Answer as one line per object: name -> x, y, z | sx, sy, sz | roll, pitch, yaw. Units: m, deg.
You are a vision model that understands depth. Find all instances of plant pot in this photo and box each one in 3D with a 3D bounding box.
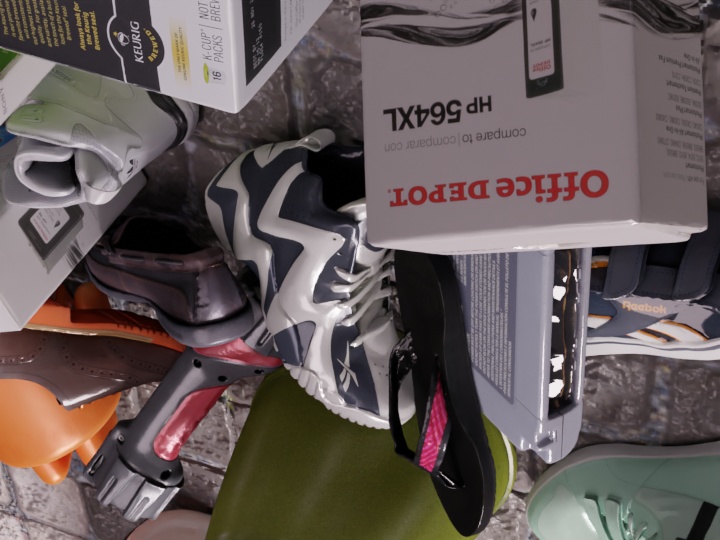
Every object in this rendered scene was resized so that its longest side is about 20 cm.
plant pot -> -0.020, 0.173, 1.030 | 0.199, 0.193, 0.201 | 17, 136, 18

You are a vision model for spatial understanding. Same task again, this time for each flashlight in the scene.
flashlight -> -0.109, 0.090, 1.043 | 0.200, 0.068, 0.068 | -54, 49, 20

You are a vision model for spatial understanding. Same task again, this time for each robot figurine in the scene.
robot figurine -> -0.255, 0.065, 1.136 | 0.143, 0.117, 0.201 | 3, 132, 44

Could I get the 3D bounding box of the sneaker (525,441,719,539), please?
sneaker -> 0.172, 0.174, 0.968 | 0.200, 0.118, 0.074 | -18, 119, 42

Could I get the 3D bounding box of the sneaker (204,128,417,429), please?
sneaker -> 0.000, 0.000, 0.931 | 0.129, 0.079, 0.200 | -28, 91, 47

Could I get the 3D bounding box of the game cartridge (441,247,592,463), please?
game cartridge -> 0.077, -0.001, 0.858 | 0.133, 0.041, 0.201 | 50, 152, 44

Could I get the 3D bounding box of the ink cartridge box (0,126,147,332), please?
ink cartridge box -> -0.244, -0.019, 0.987 | 0.115, 0.200, 0.067 | -6, 125, 35

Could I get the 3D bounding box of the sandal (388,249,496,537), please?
sandal -> 0.038, 0.076, 0.913 | 0.075, 0.045, 0.201 | 30, 138, 53

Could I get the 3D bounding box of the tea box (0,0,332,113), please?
tea box -> -0.124, -0.218, 0.782 | 0.195, 0.134, 0.201 | 17, 135, 16

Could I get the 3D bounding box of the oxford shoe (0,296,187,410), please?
oxford shoe -> -0.185, 0.064, 1.072 | 0.199, 0.073, 0.071 | 14, -178, -22

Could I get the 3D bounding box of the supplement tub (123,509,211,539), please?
supplement tub -> -0.159, 0.305, 1.288 | 0.122, 0.123, 0.201 | 26, 138, 8

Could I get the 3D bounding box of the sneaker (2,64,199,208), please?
sneaker -> -0.210, -0.112, 0.944 | 0.199, 0.115, 0.075 | 27, 137, 8

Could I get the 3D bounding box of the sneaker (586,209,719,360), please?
sneaker -> 0.168, 0.001, 0.842 | 0.199, 0.079, 0.080 | -9, 129, 39

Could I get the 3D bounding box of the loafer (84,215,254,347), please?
loafer -> -0.129, -0.011, 0.991 | 0.200, 0.072, 0.063 | 29, 134, 54

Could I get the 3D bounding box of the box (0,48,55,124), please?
box -> -0.263, -0.168, 0.905 | 0.199, 0.145, 0.036 | 19, 140, 17

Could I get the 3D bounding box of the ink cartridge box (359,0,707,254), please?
ink cartridge box -> 0.079, -0.112, 0.715 | 0.145, 0.084, 0.202 | -4, 86, 33
